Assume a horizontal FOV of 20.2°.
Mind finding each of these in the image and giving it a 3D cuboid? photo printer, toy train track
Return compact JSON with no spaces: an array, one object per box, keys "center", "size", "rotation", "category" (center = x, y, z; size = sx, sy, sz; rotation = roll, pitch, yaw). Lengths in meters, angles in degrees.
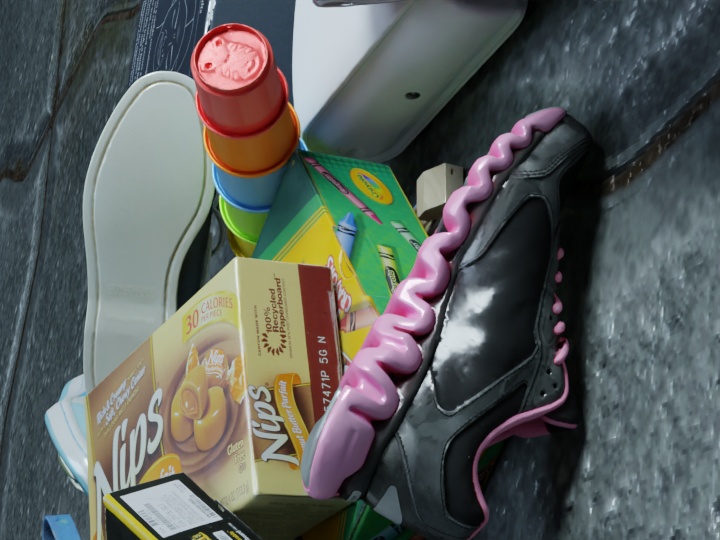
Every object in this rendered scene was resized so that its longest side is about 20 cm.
[{"center":[0.020,-0.158,1.057],"size":[0.200,0.069,0.168],"rotation":[136,141,-59],"category":"photo printer"},{"center":[0.000,0.000,1.081],"size":[0.200,0.032,0.115],"rotation":[131,146,-54],"category":"toy train track"}]

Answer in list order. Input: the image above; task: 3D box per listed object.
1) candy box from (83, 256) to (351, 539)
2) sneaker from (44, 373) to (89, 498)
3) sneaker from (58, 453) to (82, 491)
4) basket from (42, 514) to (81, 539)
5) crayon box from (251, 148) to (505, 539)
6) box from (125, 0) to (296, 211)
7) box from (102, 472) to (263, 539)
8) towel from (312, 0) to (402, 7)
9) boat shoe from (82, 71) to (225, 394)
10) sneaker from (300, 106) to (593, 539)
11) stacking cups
[{"center":[-0.075,0.085,0.985],"size":[0.200,0.055,0.116],"rotation":[-40,50,54],"category":"candy box"},{"center":[-0.118,0.077,1.224],"size":[0.130,0.080,0.200],"rotation":[-32,16,1],"category":"sneaker"},{"center":[-0.168,0.124,1.408],"size":[0.200,0.089,0.068],"rotation":[-177,97,-72],"category":"sneaker"},{"center":[-0.177,0.271,1.269],"size":[0.176,0.138,0.202],"rotation":[-149,61,-71],"category":"basket"},{"center":[-0.001,0.046,0.976],"size":[0.119,0.058,0.200],"rotation":[-67,30,28],"category":"crayon box"},{"center":[-0.073,-0.126,1.254],"size":[0.200,0.106,0.150],"rotation":[158,122,-69],"category":"box"},{"center":[-0.054,0.213,0.888],"size":[0.159,0.049,0.201],"rotation":[31,128,46],"category":"box"},{"center":[0.046,-0.221,0.946],"size":[0.145,0.030,0.202],"rotation":[-6,66,26],"category":"towel"},{"center":[-0.114,-0.014,1.131],"size":[0.062,0.074,0.202],"rotation":[-65,-22,-77],"category":"boat shoe"},{"center":[0.057,0.026,0.842],"size":[0.201,0.095,0.079],"rotation":[-59,-5,-18],"category":"sneaker"},{"center":[-0.049,-0.061,1.043],"size":[0.200,0.060,0.061],"rotation":[85,-172,-68],"category":"stacking cups"}]
